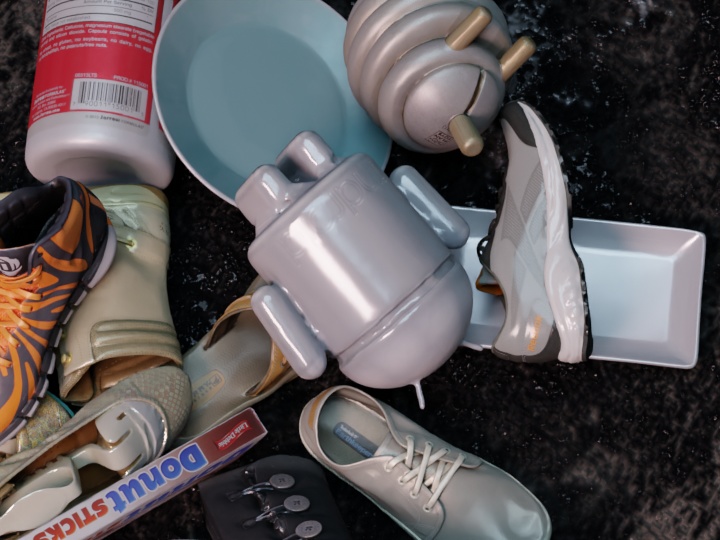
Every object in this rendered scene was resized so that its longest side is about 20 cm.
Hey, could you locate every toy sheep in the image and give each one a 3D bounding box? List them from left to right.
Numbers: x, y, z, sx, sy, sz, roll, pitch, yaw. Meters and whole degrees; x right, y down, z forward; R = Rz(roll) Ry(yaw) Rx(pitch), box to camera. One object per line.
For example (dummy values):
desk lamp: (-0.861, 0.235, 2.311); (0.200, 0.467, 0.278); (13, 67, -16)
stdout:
toy sheep: (0.054, -0.156, 1.440); (0.137, 0.139, 0.201); (-16, 42, -3)

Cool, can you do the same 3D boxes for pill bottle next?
pill bottle: (-0.186, -0.163, 1.473); (0.111, 0.112, 0.202); (3, 69, 5)

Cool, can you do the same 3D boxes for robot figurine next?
robot figurine: (0.000, 0.000, 1.367); (0.169, 0.113, 0.200); (-42, 92, -20)

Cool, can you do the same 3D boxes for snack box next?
snack box: (-0.157, 0.155, 1.331); (0.199, 0.072, 0.024); (-28, 81, -33)

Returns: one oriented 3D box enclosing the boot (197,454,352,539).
boot: (-0.009, 0.187, 1.311); (0.163, 0.200, 0.066); (0, 107, -19)

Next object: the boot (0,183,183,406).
boot: (-0.230, 0.024, 1.419); (0.198, 0.073, 0.157); (-7, 60, -5)

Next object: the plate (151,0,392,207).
plate: (-0.067, -0.125, 1.464); (0.199, 0.026, 0.202); (11, 65, -24)

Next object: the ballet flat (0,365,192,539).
ballet flat: (-0.188, 0.135, 1.338); (0.199, 0.062, 0.068); (-33, 113, -20)

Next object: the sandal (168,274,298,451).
sandal: (-0.079, 0.050, 1.416); (0.200, 0.054, 0.080); (-41, 72, -11)

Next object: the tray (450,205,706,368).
tray: (0.149, 0.014, 1.433); (0.198, 0.022, 0.108); (6, 69, 6)

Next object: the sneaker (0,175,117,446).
sneaker: (-0.242, 0.022, 1.323); (0.077, 0.112, 0.201); (20, 73, 17)

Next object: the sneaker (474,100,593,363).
sneaker: (0.116, -0.029, 1.403); (0.079, 0.074, 0.202); (-8, 69, 6)

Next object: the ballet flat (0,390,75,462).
ballet flat: (-0.289, 0.078, 1.399); (0.199, 0.071, 0.071); (35, 75, 22)

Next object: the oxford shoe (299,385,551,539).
oxford shoe: (0.042, 0.144, 1.373); (0.199, 0.058, 0.075); (31, 71, 12)
